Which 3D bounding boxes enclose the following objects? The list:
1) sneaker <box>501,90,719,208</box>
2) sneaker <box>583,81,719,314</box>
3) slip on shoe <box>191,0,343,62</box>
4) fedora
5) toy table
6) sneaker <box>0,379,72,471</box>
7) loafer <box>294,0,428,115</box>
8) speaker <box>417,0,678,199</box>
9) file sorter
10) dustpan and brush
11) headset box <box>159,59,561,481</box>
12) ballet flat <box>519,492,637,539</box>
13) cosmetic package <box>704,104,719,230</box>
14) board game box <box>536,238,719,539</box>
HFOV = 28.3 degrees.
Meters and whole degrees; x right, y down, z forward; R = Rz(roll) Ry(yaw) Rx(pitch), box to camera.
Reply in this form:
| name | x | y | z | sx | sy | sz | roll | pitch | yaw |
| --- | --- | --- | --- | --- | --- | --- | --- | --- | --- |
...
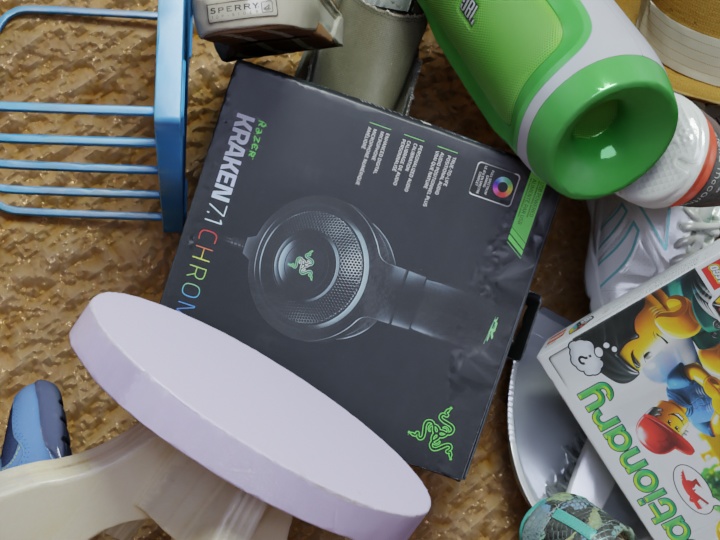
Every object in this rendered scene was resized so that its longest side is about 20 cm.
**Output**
| name | x | y | z | sx | sy | sz | roll | pitch | yaw |
| --- | --- | --- | --- | --- | --- | --- | --- | --- | --- |
| sneaker | 0.143 | -0.082 | 0.807 | 0.081 | 0.200 | 0.078 | 15 | 112 | -36 |
| sneaker | 0.173 | -0.020 | 0.832 | 0.070 | 0.079 | 0.203 | 18 | 60 | -51 |
| slip on shoe | -0.052 | -0.147 | 0.752 | 0.075 | 0.200 | 0.062 | -7 | 94 | 7 |
| fedora | 0.235 | -0.169 | 0.849 | 0.197 | 0.083 | 0.202 | 0 | 39 | 0 |
| toy table | -0.074 | 0.108 | 0.674 | 0.199 | 0.184 | 0.118 | 34 | 100 | -19 |
| sneaker | -0.193 | 0.155 | 0.753 | 0.081 | 0.074 | 0.203 | 5 | 73 | -3 |
| loafer | 0.001 | -0.135 | 0.853 | 0.074 | 0.070 | 0.203 | 11 | 76 | -7 |
| speaker | 0.088 | -0.130 | 0.754 | 0.087 | 0.089 | 0.201 | -16 | 49 | -13 |
| file sorter | -0.150 | -0.114 | 0.757 | 0.121 | 0.200 | 0.141 | 1 | 77 | -7 |
| dustpan and brush | 0.127 | 0.132 | 0.818 | 0.138 | 0.057 | 0.202 | 27 | 74 | -3 |
| headset box | 0.000 | 0.000 | 0.784 | 0.197 | 0.093 | 0.176 | 19 | 96 | -5 |
| ballet flat | 0.152 | 0.204 | 0.763 | 0.074 | 0.074 | 0.201 | -44 | 115 | -16 |
| cosmetic package | 0.313 | -0.071 | 0.902 | 0.198 | 0.052 | 0.152 | -29 | 85 | -15 |
| board game box | 0.201 | 0.096 | 0.771 | 0.126 | 0.035 | 0.201 | -33 | 92 | 28 |
